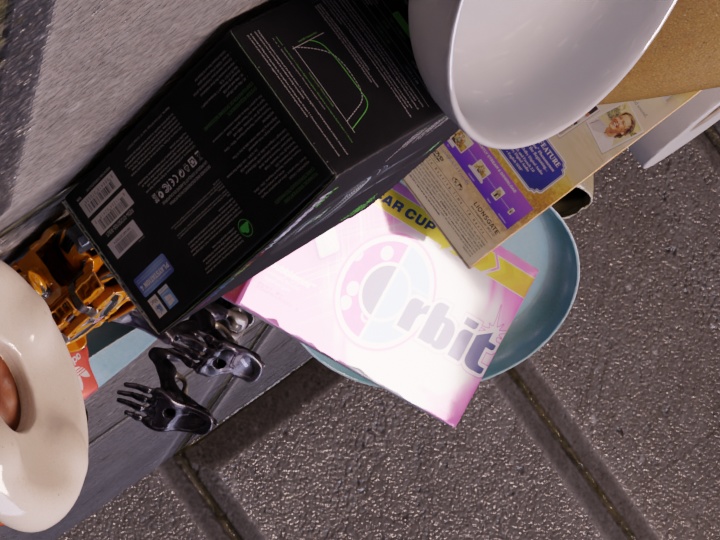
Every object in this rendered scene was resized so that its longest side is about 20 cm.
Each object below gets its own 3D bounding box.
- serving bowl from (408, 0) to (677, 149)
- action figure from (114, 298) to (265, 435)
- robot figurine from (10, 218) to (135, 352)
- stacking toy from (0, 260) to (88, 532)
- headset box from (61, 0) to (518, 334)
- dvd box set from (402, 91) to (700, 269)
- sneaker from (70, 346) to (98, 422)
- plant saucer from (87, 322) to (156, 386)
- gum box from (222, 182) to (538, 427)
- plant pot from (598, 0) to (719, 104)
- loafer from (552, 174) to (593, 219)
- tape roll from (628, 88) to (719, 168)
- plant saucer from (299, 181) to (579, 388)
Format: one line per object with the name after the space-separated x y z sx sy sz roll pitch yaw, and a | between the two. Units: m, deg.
0.090 -0.162 1.385 0.200 0.066 0.201 -35 145 -29 | serving bowl
-0.108 0.016 1.811 0.119 0.102 0.200 -47 -162 23 | action figure
-0.127 -0.012 1.584 0.145 0.058 0.200 -41 174 37 | robot figurine
-0.250 0.085 1.419 0.199 0.147 0.146 -20 -179 21 | stacking toy
-0.027 -0.077 1.473 0.200 0.093 0.174 -33 175 -47 | headset box
0.100 -0.119 1.665 0.200 0.147 0.029 -38 179 13 | dvd box set
-0.215 0.084 1.739 0.075 0.085 0.200 -34 175 -27 | sneaker
-0.218 0.075 1.925 0.200 0.039 0.201 -36 176 -3 | plant saucer
0.000 0.000 1.733 0.066 0.199 0.114 25 -95 57 | gum box
0.155 -0.170 1.538 0.199 0.188 0.186 -23 178 9 | plant pot
0.071 -0.044 1.887 0.199 0.068 0.076 -25 146 -7 | loafer
0.255 -0.192 2.137 0.202 0.140 0.203 -37 176 -3 | tape roll
0.046 0.000 1.860 0.200 0.200 0.028 -38 -145 27 | plant saucer
